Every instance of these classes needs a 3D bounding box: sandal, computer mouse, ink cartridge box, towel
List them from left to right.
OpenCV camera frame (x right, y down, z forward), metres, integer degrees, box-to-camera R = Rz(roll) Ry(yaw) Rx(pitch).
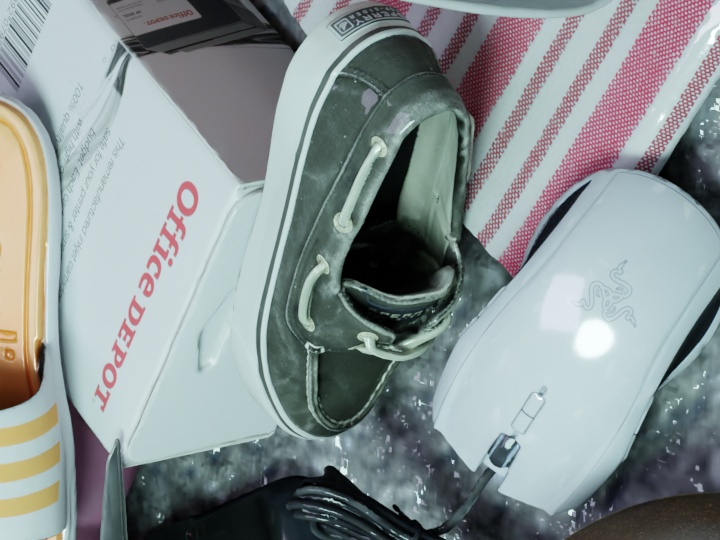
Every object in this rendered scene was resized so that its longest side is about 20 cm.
[{"bbox_3d":[-0.154,0.037,1.092,0.079,0.059,0.208,2,100,13],"label":"sandal"},{"bbox_3d":[-0.092,-0.044,1.137,0.200,0.084,0.145,50,131,31],"label":"ink cartridge box"},{"bbox_3d":[0.049,-0.103,1.009,0.200,0.030,0.147,52,131,28],"label":"towel"},{"bbox_3d":[0.056,0.049,0.990,0.109,0.044,0.201,35,125,9],"label":"computer mouse"}]

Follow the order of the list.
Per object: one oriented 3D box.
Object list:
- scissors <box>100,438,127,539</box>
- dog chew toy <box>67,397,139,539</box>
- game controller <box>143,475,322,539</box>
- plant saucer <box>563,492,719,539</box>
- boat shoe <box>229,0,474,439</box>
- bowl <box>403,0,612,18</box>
[{"bbox_3d":[-0.094,0.154,1.142,0.014,0.073,0.201,53,131,56],"label":"scissors"},{"bbox_3d":[-0.156,0.116,1.189,0.124,0.124,0.201,-8,75,49],"label":"dog chew toy"},{"bbox_3d":[-0.064,0.155,1.183,0.200,0.042,0.105,-27,62,48],"label":"game controller"},{"bbox_3d":[0.109,0.171,0.914,0.199,0.034,0.202,-4,82,26],"label":"plant saucer"},{"bbox_3d":[0.000,0.000,1.020,0.064,0.070,0.201,49,149,33],"label":"boat shoe"},{"bbox_3d":[0.017,-0.185,0.887,0.074,0.199,0.201,15,95,48],"label":"bowl"}]
